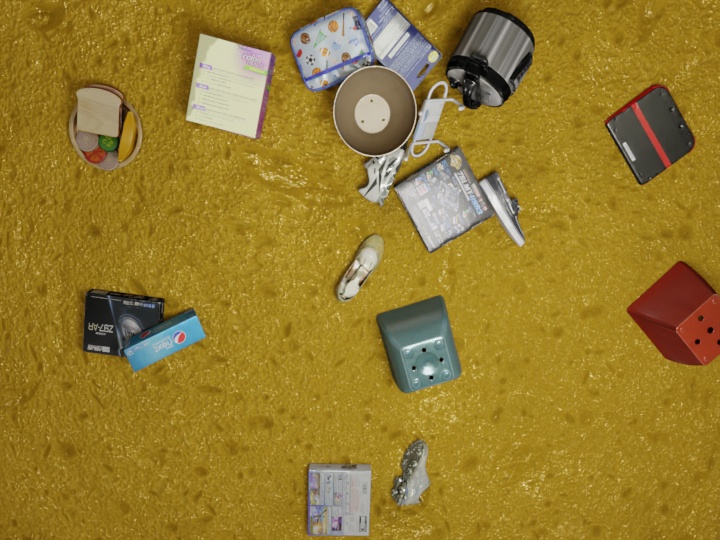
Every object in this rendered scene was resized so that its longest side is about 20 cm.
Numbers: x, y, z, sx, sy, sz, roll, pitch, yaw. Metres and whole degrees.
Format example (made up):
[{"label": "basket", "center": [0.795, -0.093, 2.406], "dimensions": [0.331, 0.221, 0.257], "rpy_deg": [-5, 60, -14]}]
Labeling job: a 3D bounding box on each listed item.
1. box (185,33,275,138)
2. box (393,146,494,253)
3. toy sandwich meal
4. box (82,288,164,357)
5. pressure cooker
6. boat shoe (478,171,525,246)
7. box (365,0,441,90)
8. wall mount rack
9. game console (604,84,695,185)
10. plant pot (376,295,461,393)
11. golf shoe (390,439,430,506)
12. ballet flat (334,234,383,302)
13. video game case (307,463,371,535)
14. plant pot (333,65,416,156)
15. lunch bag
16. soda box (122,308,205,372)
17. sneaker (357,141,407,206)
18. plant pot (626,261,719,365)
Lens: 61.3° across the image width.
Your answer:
[{"label": "box", "center": [-0.313, -0.442, 1.475], "dimensions": [0.171, 0.097, 0.205], "rpy_deg": [13, 102, -4]}, {"label": "box", "center": [0.214, -0.181, 1.569], "dimensions": [0.196, 0.050, 0.203], "rpy_deg": [-31, 100, 4]}, {"label": "toy sandwich meal", "center": [-0.633, -0.350, 1.496], "dimensions": [0.199, 0.070, 0.211], "rpy_deg": [0, 102, -2]}, {"label": "box", "center": [-0.627, 0.144, 1.611], "dimensions": [0.194, 0.044, 0.165], "rpy_deg": [8, 101, -4]}, {"label": "pressure cooker", "center": [0.297, -0.484, 1.439], "dimensions": [0.174, 0.178, 0.203], "rpy_deg": [31, 89, -33]}, {"label": "boat shoe", "center": [0.382, -0.160, 1.572], "dimensions": [0.067, 0.072, 0.203], "rpy_deg": [-32, 94, 6]}, {"label": "box", "center": [0.092, -0.552, 1.497], "dimensions": [0.199, 0.032, 0.121], "rpy_deg": [42, 98, -7]}, {"label": "wall mount rack", "center": [0.164, -0.346, 1.467], "dimensions": [0.171, 0.075, 0.203], "rpy_deg": [-16, 137, -37]}, {"label": "game console", "center": [0.748, -0.351, 1.566], "dimensions": [0.175, 0.031, 0.202], "rpy_deg": [-35, 100, 10]}, {"label": "plant pot", "center": [0.160, 0.208, 1.570], "dimensions": [0.191, 0.200, 0.201], "rpy_deg": [-16, 102, 2]}, {"label": "golf shoe", "center": [0.161, 0.572, 1.720], "dimensions": [0.095, 0.078, 0.204], "rpy_deg": [15, 107, -22]}, {"label": "ballet flat", "center": [0.000, 0.000, 1.591], "dimensions": [0.070, 0.071, 0.202], "rpy_deg": [34, 98, -8]}, {"label": "video game case", "center": [-0.061, 0.652, 1.732], "dimensions": [0.176, 0.046, 0.206], "rpy_deg": [1, 101, -3]}, {"label": "plant pot", "center": [0.033, -0.384, 1.478], "dimensions": [0.194, 0.135, 0.206], "rpy_deg": [0, 102, -1]}, {"label": "lunch bag", "center": [-0.059, -0.526, 1.461], "dimensions": [0.195, 0.076, 0.164], "rpy_deg": [-16, 105, 15]}, {"label": "soda box", "center": [-0.508, 0.179, 1.575], "dimensions": [0.197, 0.064, 0.069], "rpy_deg": [-26, 114, -17]}, {"label": "sneaker", "center": [0.056, -0.271, 1.533], "dimensions": [0.087, 0.074, 0.204], "rpy_deg": [23, 100, -8]}, {"label": "plant pot", "center": [0.866, 0.129, 1.589], "dimensions": [0.200, 0.176, 0.200], "rpy_deg": [-43, 100, 6]}]
